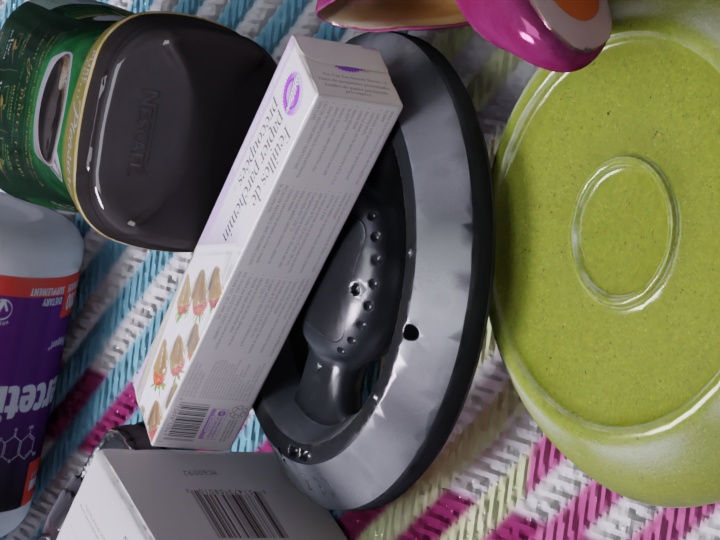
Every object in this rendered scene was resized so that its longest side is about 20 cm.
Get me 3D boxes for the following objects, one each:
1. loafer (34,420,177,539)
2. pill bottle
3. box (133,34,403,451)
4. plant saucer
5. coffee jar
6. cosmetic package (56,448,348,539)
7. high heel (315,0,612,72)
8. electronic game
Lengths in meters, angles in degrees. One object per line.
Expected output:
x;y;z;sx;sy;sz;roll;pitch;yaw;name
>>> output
-0.139;0.167;1.134;0.072;0.063;0.200;35;114;48;loafer
-0.213;0.062;1.201;0.112;0.112;0.200;28;109;50;pill bottle
-0.042;-0.006;0.974;0.200;0.041;0.039;-64;34;36;box
0.105;-0.014;0.863;0.200;0.031;0.200;-8;80;53;plant saucer
-0.106;-0.068;1.067;0.200;0.085;0.104;22;102;64;coffee jar
-0.093;0.181;1.039;0.085;0.108;0.200;53;125;41;cosmetic package
0.031;-0.098;0.894;0.096;0.067;0.200;-48;31;14;high heel
0.000;0.000;0.981;0.200;0.042;0.200;-20;68;60;electronic game
